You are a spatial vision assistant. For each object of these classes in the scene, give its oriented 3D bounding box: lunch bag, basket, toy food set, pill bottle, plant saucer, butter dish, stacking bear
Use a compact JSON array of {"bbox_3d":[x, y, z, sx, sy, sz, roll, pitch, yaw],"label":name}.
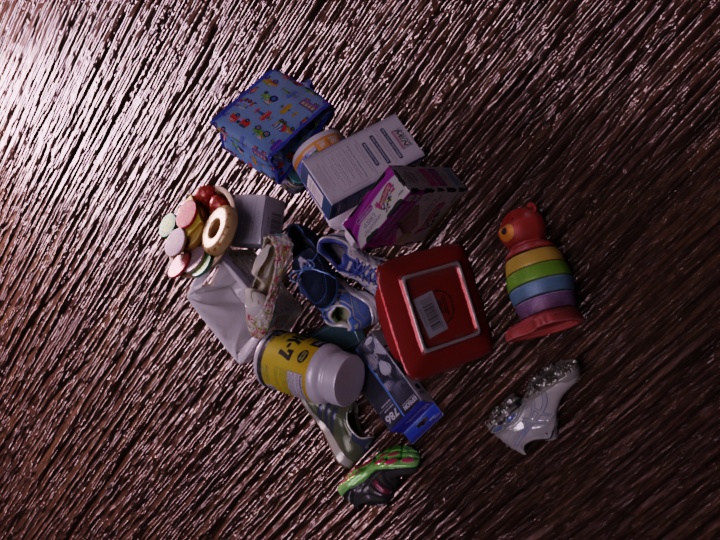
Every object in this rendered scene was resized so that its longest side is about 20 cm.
[{"bbox_3d":[-0.156,-0.291,1.529,0.149,0.094,0.201,32,72,20],"label":"lunch bag"},{"bbox_3d":[-0.231,0.066,1.643,0.200,0.122,0.136,47,118,22],"label":"basket"},{"bbox_3d":[-0.320,-0.076,1.608,0.198,0.048,0.201,-44,49,16],"label":"toy food set"},{"bbox_3d":[-0.032,-0.146,1.485,0.112,0.111,0.202,-42,72,30],"label":"pill bottle"},{"bbox_3d":[-0.074,0.150,1.608,0.198,0.019,0.071,-30,79,32],"label":"plant saucer"},{"bbox_3d":[0.102,0.076,1.400,0.147,0.197,0.204,-24,82,57],"label":"butter dish"},{"bbox_3d":[-0.096,0.185,1.529,0.197,0.113,0.117,11,102,36],"label":"pill bottle"},{"bbox_3d":[0.275,-0.004,1.293,0.121,0.112,0.204,-37,62,57],"label":"stacking bear"}]

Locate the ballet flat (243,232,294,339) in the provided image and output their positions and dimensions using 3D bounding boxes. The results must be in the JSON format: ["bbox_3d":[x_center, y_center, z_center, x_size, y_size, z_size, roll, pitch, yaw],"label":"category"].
[{"bbox_3d":[-0.183,0.024,1.510,0.075,0.063,0.204,13,85,41],"label":"ballet flat"}]

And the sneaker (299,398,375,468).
[{"bbox_3d":[-0.043,0.274,1.579,0.090,0.067,0.202,-40,68,16],"label":"sneaker"}]

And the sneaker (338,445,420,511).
[{"bbox_3d":[0.046,0.393,1.530,0.199,0.077,0.084,-35,93,36],"label":"sneaker"}]

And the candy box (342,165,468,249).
[{"bbox_3d":[0.079,-0.107,1.360,0.061,0.199,0.137,52,121,18],"label":"candy box"}]

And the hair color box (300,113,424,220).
[{"bbox_3d":[0.003,-0.181,1.411,0.101,0.198,0.061,55,161,15],"label":"hair color box"}]

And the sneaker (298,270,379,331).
[{"bbox_3d":[-0.052,0.056,1.533,0.198,0.076,0.077,21,127,40],"label":"sneaker"}]

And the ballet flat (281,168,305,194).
[{"bbox_3d":[-0.157,-0.235,1.590,0.072,0.071,0.203,-34,68,32],"label":"ballet flat"}]

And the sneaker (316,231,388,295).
[{"bbox_3d":[0.000,0.000,1.496,0.198,0.088,0.076,33,111,26],"label":"sneaker"}]

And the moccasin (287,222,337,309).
[{"bbox_3d":[-0.104,-0.008,1.531,0.080,0.068,0.201,-43,45,14],"label":"moccasin"}]

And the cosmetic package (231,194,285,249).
[{"bbox_3d":[-0.252,-0.100,1.658,0.197,0.074,0.104,3,82,33],"label":"cosmetic package"}]

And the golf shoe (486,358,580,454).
[{"bbox_3d":[0.303,0.226,1.334,0.097,0.078,0.200,45,125,3],"label":"golf shoe"}]

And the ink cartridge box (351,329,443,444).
[{"bbox_3d":[0.058,0.219,1.512,0.201,0.039,0.100,51,119,18],"label":"ink cartridge box"}]
